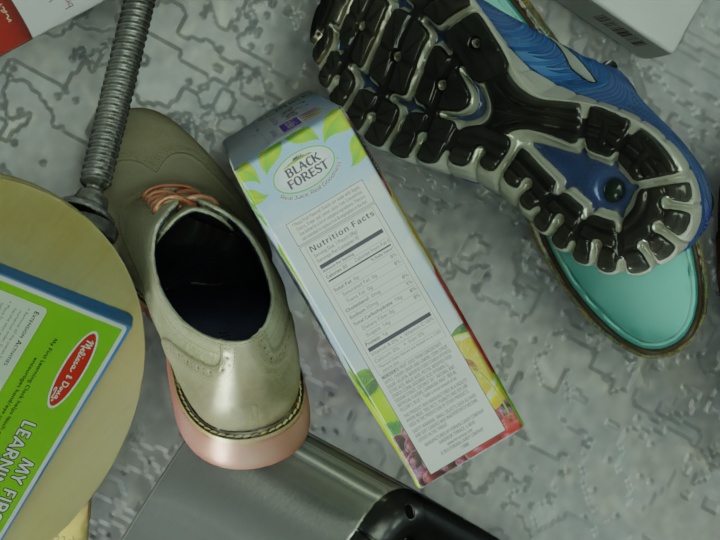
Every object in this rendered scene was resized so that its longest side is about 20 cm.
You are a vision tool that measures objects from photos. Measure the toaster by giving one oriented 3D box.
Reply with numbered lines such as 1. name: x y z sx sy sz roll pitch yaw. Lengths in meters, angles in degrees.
1. toaster: -0.025 0.169 0.986 0.181 0.118 0.200 -61 144 -4

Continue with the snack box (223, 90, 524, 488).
1. snack box: 0.000 0.000 0.974 0.053 0.200 0.143 -29 97 -1

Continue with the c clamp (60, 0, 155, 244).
1. c clamp: -0.120 -0.080 0.979 0.170 0.027 0.201 6 69 27

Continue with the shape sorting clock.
1. shape sorting clock: -0.177 0.050 0.917 0.199 0.039 0.201 -13 121 -22

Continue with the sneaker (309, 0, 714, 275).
1. sneaker: 0.064 -0.065 0.990 0.200 0.089 0.079 39 106 19

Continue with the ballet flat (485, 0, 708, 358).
1. ballet flat: 0.091 -0.052 1.057 0.071 0.071 0.200 -35 91 -8

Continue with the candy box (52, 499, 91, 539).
1. candy box: -0.213 0.056 1.010 0.199 0.056 0.117 6 89 -12

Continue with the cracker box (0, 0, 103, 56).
1. cracker box: -0.103 -0.183 0.930 0.199 0.058 0.134 -27 103 10

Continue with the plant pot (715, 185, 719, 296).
1. plant pot: 0.269 0.006 1.042 0.197 0.200 0.201 -7 93 -2

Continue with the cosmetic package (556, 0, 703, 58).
1. cosmetic package: 0.092 -0.212 1.061 0.200 0.052 0.151 33 87 -10

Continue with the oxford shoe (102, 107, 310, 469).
1. oxford shoe: -0.067 -0.013 0.974 0.070 0.200 0.074 -17 137 -15
